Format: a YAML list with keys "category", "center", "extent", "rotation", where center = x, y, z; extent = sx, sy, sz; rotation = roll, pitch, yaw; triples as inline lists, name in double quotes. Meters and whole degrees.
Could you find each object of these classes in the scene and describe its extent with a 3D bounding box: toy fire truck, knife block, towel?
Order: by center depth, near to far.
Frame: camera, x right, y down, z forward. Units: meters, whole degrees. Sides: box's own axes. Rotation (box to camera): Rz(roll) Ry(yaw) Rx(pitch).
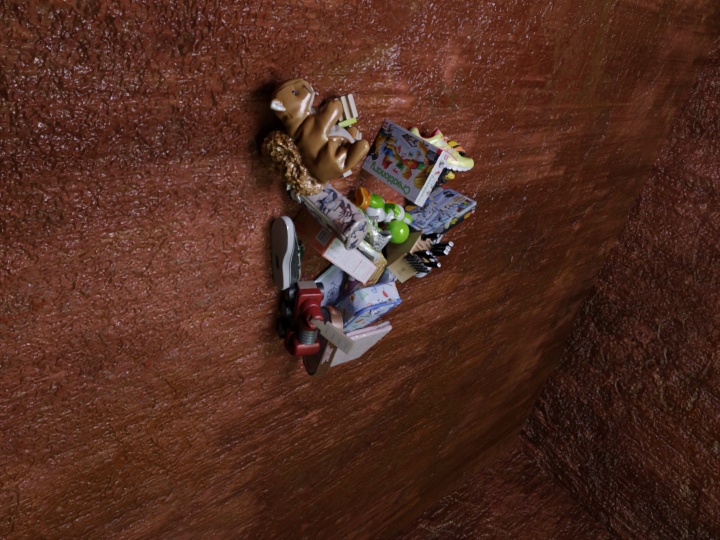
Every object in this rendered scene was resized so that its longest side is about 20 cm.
- category: "toy fire truck"
  center: [-0.110, 0.146, 1.296]
  extent: [0.126, 0.201, 0.179]
  rotation: [-1, 126, -25]
- category: "knife block"
  center: [0.150, -0.060, 1.363]
  extent: [0.174, 0.202, 0.064]
  rotation: [-36, 115, 22]
- category: "towel"
  center: [-0.025, 0.219, 1.559]
  extent: [0.189, 0.033, 0.200]
  rotation: [-10, 153, -44]

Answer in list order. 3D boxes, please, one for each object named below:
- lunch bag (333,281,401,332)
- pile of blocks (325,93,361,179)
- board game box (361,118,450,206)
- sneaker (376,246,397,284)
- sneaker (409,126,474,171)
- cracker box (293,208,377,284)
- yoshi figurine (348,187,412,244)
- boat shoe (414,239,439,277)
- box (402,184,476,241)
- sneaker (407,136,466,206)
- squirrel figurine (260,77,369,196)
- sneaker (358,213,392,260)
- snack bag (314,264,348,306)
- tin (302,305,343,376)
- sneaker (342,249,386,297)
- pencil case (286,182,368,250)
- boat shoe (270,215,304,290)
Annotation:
- category: "lunch bag"
  center: [0.014, 0.100, 1.417]
  extent: [0.158, 0.077, 0.199]
  rotation: [-9, 161, -39]
- category: "pile of blocks"
  center: [-0.046, -0.273, 1.140]
  extent: [0.061, 0.082, 0.203]
  rotation: [-29, 139, -27]
- category: "board game box"
  center: [0.098, -0.248, 1.219]
  extent: [0.034, 0.199, 0.128]
  rotation: [13, 111, -48]
- category: "sneaker"
  center: [0.081, -0.034, 1.511]
  extent: [0.087, 0.074, 0.202]
  rotation: [41, 80, -36]
- category: "sneaker"
  center: [0.198, -0.302, 1.335]
  extent: [0.195, 0.078, 0.092]
  rotation: [13, 99, -13]
- category: "cracker box"
  center: [-0.060, -0.055, 1.265]
  extent: [0.058, 0.134, 0.199]
  rotation: [-51, 145, 2]
- category: "yoshi figurine"
  center: [0.057, -0.125, 1.329]
  extent: [0.197, 0.112, 0.114]
  rotation: [14, 100, -39]
- category: "boat shoe"
  center: [0.194, -0.076, 1.576]
  extent: [0.067, 0.073, 0.202]
  rotation: [6, 115, -54]
- category: "box"
  center: [0.201, -0.156, 1.463]
  extent: [0.198, 0.136, 0.040]
  rotation: [-32, 136, -25]
- category: "sneaker"
  center: [0.202, -0.252, 1.423]
  extent: [0.069, 0.090, 0.202]
  rotation: [21, 104, -53]
- category: "squirrel figurine"
  center: [-0.112, -0.253, 1.017]
  extent: [0.200, 0.143, 0.186]
  rotation: [-42, 118, 18]
- category: "sneaker"
  center: [0.000, -0.110, 1.254]
  extent: [0.088, 0.078, 0.199]
  rotation: [-41, 130, 17]
- category: "snack bag"
  center: [-0.082, 0.072, 1.445]
  extent: [0.188, 0.021, 0.202]
  rotation: [-42, 140, -16]
- category: "tin"
  center: [-0.102, 0.185, 1.403]
  extent: [0.041, 0.112, 0.203]
  rotation: [7, 117, -29]
- category: "sneaker"
  center: [0.000, 0.000, 1.411]
  extent: [0.074, 0.091, 0.201]
  rotation: [-8, 148, -38]
- category: "pencil case"
  center: [-0.067, -0.129, 1.137]
  extent: [0.089, 0.200, 0.079]
  rotation: [-30, 154, -39]
- category: "boat shoe"
  center: [-0.163, -0.045, 1.221]
  extent: [0.063, 0.071, 0.203]
  rotation: [-24, 143, -31]
